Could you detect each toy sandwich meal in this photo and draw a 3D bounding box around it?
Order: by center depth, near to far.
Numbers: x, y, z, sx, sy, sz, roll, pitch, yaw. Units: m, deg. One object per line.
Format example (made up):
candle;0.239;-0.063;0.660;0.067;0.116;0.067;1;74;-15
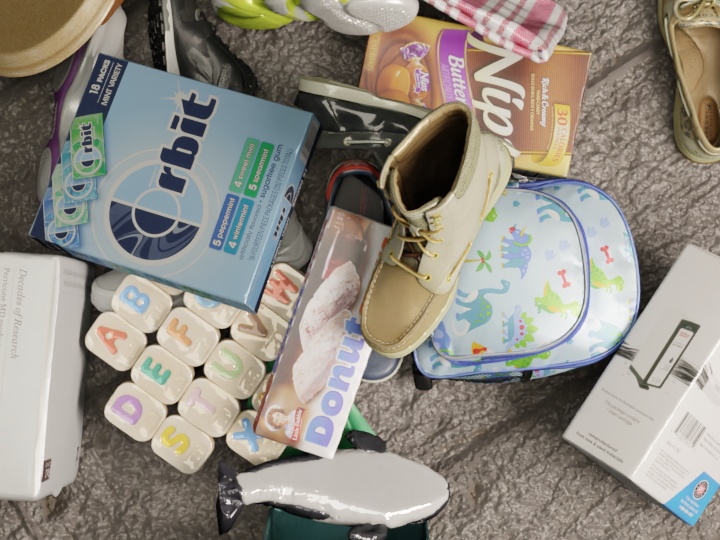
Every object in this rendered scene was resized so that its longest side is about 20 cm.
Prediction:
toy sandwich meal;-0.265;-0.254;1.428;0.204;0.070;0.206;-11;66;26

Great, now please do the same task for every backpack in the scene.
backpack;0.138;0.006;1.402;0.199;0.147;0.184;-5;88;0

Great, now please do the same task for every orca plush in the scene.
orca plush;-0.027;0.203;1.389;0.199;0.071;0.105;-10;57;-22

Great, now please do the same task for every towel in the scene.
towel;0.090;-0.253;1.416;0.200;0.146;0.030;30;117;0

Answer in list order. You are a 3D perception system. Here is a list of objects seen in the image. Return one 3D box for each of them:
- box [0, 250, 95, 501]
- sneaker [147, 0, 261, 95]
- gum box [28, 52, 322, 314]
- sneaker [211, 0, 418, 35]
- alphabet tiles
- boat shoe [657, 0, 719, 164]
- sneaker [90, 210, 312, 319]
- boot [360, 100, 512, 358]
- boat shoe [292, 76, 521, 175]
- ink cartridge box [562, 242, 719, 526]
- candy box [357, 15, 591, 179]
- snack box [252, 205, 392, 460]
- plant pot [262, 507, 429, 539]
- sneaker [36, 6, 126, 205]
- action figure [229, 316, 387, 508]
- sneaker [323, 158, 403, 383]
box;-0.307;0.084;1.369;0.130;0.199;0.201;5;87;-1
sneaker;-0.137;-0.179;1.456;0.087;0.076;0.201;-9;91;-16
gum box;-0.154;-0.075;1.363;0.199;0.045;0.171;17;80;14
sneaker;-0.037;-0.267;1.427;0.199;0.076;0.105;6;76;24
alphabet tiles;-0.126;0.070;1.383;0.195;0.015;0.200;36;96;1
boat shoe;0.310;-0.198;1.455;0.073;0.063;0.201;-7;87;0
sneaker;-0.147;-0.026;1.422;0.199;0.078;0.100;-21;121;-9
boot;0.045;-0.030;1.266;0.072;0.155;0.200;29;90;15
boat shoe;0.037;-0.112;1.396;0.199;0.072;0.068;15;97;4
ink cartridge box;0.283;0.099;1.396;0.084;0.146;0.200;31;85;40
candy box;0.097;-0.156;1.456;0.199;0.056;0.117;11;87;-1
snack box;-0.024;0.052;1.360;0.072;0.024;0.201;19;92;-11
plant pot;-0.017;0.320;1.398;0.141;0.141;0.201;4;98;0
sneaker;-0.227;-0.137;1.455;0.099;0.075;0.201;13;84;-25
action figure;-0.062;0.096;1.422;0.118;0.055;0.201;-22;105;-4
sneaker;0.000;0.000;1.433;0.075;0.085;0.201;-8;88;-1
